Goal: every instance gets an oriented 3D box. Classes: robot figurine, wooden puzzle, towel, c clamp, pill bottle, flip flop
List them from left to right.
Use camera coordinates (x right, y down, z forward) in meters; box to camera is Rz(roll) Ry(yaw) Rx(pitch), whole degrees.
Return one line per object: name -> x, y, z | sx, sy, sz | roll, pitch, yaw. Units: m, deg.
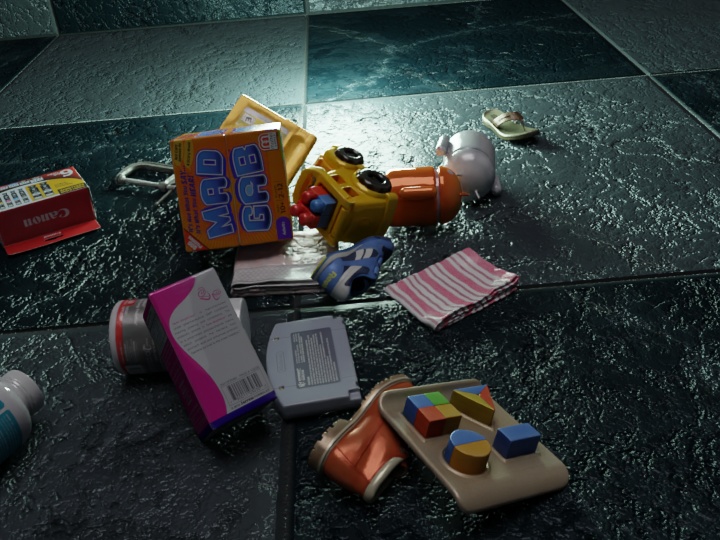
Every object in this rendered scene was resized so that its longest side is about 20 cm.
pill bottle -> -0.521, 0.221, 1.020 | 0.109, 0.112, 0.200 | 11, 35, 23
c clamp -> -0.491, -0.214, 1.776 | 0.197, 0.027, 0.171 | 14, 37, 26
pill bottle -> -0.274, 0.096, 1.180 | 0.196, 0.115, 0.115 | -4, 32, 0
towel -> -0.138, -0.019, 1.422 | 0.196, 0.033, 0.192 | -3, 32, 1
robot figurine -> 0.114, -0.147, 1.511 | 0.196, 0.145, 0.118 | -3, 54, 4
towel -> 0.157, 0.026, 1.315 | 0.198, 0.030, 0.146 | -24, 36, -27
robot figurine -> 0.228, -0.222, 1.613 | 0.168, 0.113, 0.201 | 30, 33, -10
wooden puzzle -> 0.144, 0.203, 0.964 | 0.183, 0.047, 0.200 | -1, 32, -33
flip flop -> 0.364, -0.369, 1.879 | 0.080, 0.058, 0.200 | -14, 34, -15

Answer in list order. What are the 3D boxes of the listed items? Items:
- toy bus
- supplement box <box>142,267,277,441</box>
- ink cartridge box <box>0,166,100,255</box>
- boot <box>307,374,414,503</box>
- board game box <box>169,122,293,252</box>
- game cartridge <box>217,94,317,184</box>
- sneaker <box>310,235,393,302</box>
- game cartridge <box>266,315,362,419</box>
toy bus -> -0.060, -0.138, 1.432 | 0.190, 0.137, 0.200 | -9, 46, -42
supplement box -> -0.212, 0.116, 1.056 | 0.100, 0.103, 0.202 | -23, 80, -27
ink cartridge box -> -0.672, -0.129, 1.612 | 0.198, 0.085, 0.175 | -22, 36, -26
boot -> 0.032, 0.220, 1.002 | 0.106, 0.076, 0.200 | 29, 43, 23
board game box -> -0.237, -0.165, 1.458 | 0.196, 0.204, 0.200 | -7, 14, -3
game cartridge -> -0.221, -0.269, 1.677 | 0.198, 0.032, 0.178 | 29, 77, 8
sneaker -> 0.000, 0.000, 1.338 | 0.082, 0.074, 0.199 | 45, 42, 17
game cartridge -> -0.076, 0.144, 1.155 | 0.131, 0.042, 0.201 | -11, 33, -3
